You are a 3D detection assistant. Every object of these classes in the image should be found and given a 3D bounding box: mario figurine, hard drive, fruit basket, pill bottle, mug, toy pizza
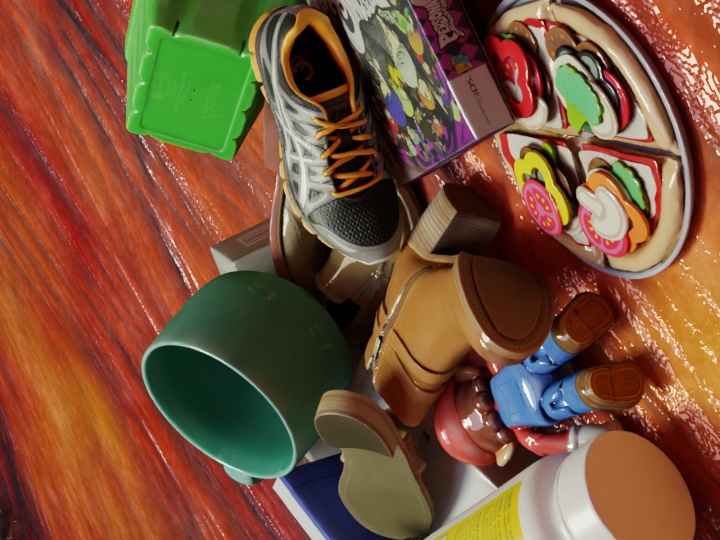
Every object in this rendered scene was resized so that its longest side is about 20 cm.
[{"bbox_3d":[0.131,0.078,1.245,0.200,0.106,0.124,-34,41,57],"label":"mario figurine"},{"bbox_3d":[0.036,0.228,1.423,0.200,0.132,0.025,49,131,29],"label":"hard drive"},{"bbox_3d":[-0.121,-0.221,1.380,0.216,0.155,0.216,-164,90,-83],"label":"fruit basket"},{"bbox_3d":[0.129,0.195,1.194,0.200,0.114,0.115,-43,75,43],"label":"pill bottle"},{"bbox_3d":[-0.089,0.080,1.409,0.152,0.114,0.185,42,147,-6],"label":"mug"},{"bbox_3d":[0.134,-0.083,1.100,0.200,0.032,0.201,45,149,35],"label":"toy pizza"}]

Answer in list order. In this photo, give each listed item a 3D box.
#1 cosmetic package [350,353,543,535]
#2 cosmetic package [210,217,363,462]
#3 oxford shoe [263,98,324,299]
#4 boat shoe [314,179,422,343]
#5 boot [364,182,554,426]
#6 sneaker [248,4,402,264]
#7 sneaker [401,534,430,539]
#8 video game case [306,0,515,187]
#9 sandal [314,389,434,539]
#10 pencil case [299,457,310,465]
[{"bbox_3d":[0.076,0.154,1.372,0.200,0.074,0.102,43,134,36],"label":"cosmetic package"},{"bbox_3d":[-0.053,0.059,1.528,0.201,0.090,0.107,67,168,-16],"label":"cosmetic package"},{"bbox_3d":[-0.035,-0.056,1.395,0.071,0.074,0.201,-82,-10,-55],"label":"oxford shoe"},{"bbox_3d":[0.000,0.000,1.391,0.072,0.076,0.200,48,151,29],"label":"boat shoe"},{"bbox_3d":[0.062,0.050,1.215,0.200,0.073,0.155,-104,36,-59],"label":"boot"},{"bbox_3d":[-0.022,-0.098,1.242,0.201,0.078,0.077,65,162,-3],"label":"sneaker"},{"bbox_3d":[0.067,0.270,1.296,0.200,0.091,0.078,51,152,35],"label":"sneaker"},{"bbox_3d":[0.025,-0.158,1.196,0.182,0.036,0.200,64,165,-1],"label":"video game case"},{"bbox_3d":[0.020,0.130,1.315,0.077,0.070,0.212,9,150,20],"label":"sandal"},{"bbox_3d":[-0.094,0.141,1.714,0.200,0.078,0.090,41,133,40],"label":"pencil case"}]
